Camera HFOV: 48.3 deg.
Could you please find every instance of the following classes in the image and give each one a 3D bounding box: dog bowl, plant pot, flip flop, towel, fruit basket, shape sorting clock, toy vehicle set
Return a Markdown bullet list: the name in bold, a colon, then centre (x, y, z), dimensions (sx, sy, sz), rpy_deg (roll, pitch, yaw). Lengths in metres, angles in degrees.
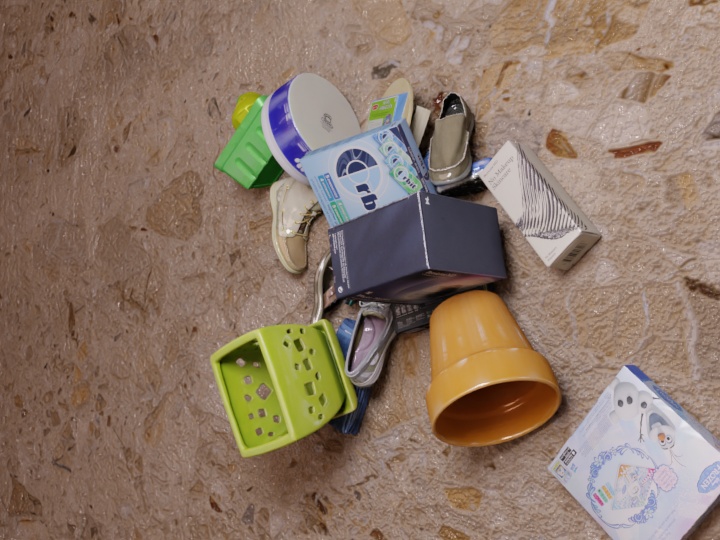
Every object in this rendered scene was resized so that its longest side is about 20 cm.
- **dog bowl**: centre (-0.088, -0.265, 1.520), dimensions (0.078, 0.198, 0.203), rpy_deg (-25, 69, 37)
- **plant pot**: centre (0.186, 0.141, 1.235), dimensions (0.200, 0.198, 0.185), rpy_deg (-42, 44, 33)
- **flip flop**: centre (-0.061, 0.054, 1.558), dimensions (0.057, 0.081, 0.204), rpy_deg (6, 81, 9)
- **towel**: centre (-0.025, 0.200, 1.521), dimensions (0.111, 0.048, 0.203), rpy_deg (24, 104, 44)
- **fruit basket**: centre (-0.224, -0.303, 1.707), dimensions (0.213, 0.155, 0.220), rpy_deg (7, 103, 31)
- **plant pot**: centre (-0.128, 0.202, 1.441), dimensions (0.198, 0.180, 0.203), rpy_deg (-28, 78, 48)
- **shape sorting clock**: centre (0.047, -0.239, 1.417), dimensions (0.200, 0.039, 0.204), rpy_deg (-169, 90, -71)
- **toy vehicle set**: centre (0.067, -0.200, 1.439), dimensions (0.124, 0.026, 0.203), rpy_deg (-123, 49, -71)

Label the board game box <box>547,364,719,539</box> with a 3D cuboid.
- **board game box**: centre (0.388, 0.273, 1.111), dimensions (0.199, 0.043, 0.202), rpy_deg (48, 118, 37)

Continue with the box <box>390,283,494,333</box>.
- **box**: centre (0.131, 0.009, 1.383), dimensions (0.199, 0.051, 0.160), rpy_deg (-23, 71, 42)

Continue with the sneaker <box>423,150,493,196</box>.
- **sneaker**: centre (0.146, -0.171, 1.366), dimensions (0.198, 0.078, 0.091), rpy_deg (-6, 85, 44)

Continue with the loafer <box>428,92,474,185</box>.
- **loafer**: centre (0.142, -0.217, 1.313), dimensions (0.074, 0.070, 0.202), rpy_deg (-9, 44, 20)

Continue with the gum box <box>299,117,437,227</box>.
- **gum box**: centre (0.018, -0.143, 1.347), dimensions (0.198, 0.045, 0.172), rpy_deg (-14, 112, 32)

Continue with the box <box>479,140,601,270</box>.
- **box**: centre (0.274, -0.101, 1.239), dimensions (0.082, 0.068, 0.201), rpy_deg (-51, 55, 28)

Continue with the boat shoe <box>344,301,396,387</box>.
- **boat shoe**: centre (0.021, 0.104, 1.435), dimensions (0.073, 0.065, 0.205), rpy_deg (11, 68, 27)

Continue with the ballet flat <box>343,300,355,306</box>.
- **ballet flat**: centre (0.000, 0.000, 1.456), dimensions (0.200, 0.073, 0.075), rpy_deg (130, 129, -58)

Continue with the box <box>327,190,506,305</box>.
- **box**: centre (0.088, -0.026, 1.252), dimensions (0.197, 0.198, 0.125), rpy_deg (-20, 72, 42)

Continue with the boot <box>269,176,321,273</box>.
- **boot**: centre (-0.107, -0.108, 1.616), dimensions (0.153, 0.071, 0.203), rpy_deg (-21, 71, 39)
